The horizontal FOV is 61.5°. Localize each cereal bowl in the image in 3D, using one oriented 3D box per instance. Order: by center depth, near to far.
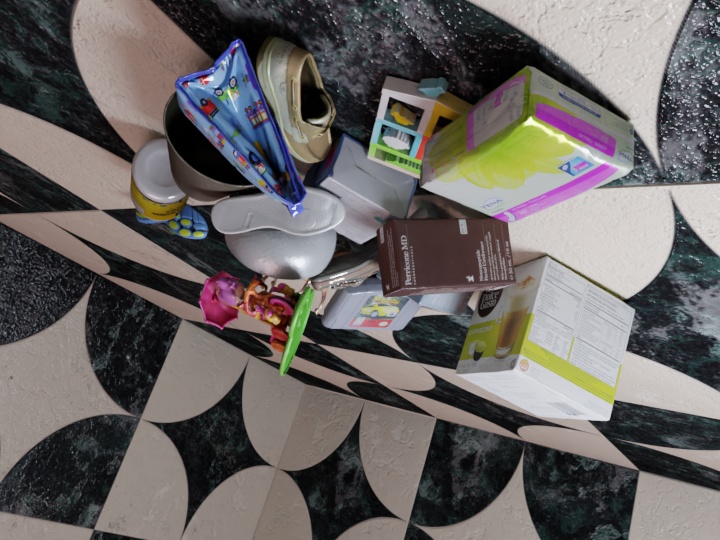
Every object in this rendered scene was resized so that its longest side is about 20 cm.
[{"bbox_3d":[-0.129,-0.082,1.023,0.195,0.202,0.085,20,127,-1],"label":"cereal bowl"}]

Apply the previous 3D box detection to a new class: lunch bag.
[{"bbox_3d":[-0.132,-0.151,0.740,0.203,0.093,0.150,58,171,-14],"label":"lunch bag"}]

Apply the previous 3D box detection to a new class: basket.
[{"bbox_3d":[-0.213,-0.176,0.899,0.175,0.141,0.199,13,171,-23],"label":"basket"}]

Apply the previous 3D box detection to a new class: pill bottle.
[{"bbox_3d":[-0.378,-0.161,1.147,0.110,0.115,0.199,25,162,-16],"label":"pill bottle"}]

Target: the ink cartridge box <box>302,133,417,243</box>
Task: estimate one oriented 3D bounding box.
[{"bbox_3d":[-0.018,-0.115,0.940,0.134,0.078,0.199,27,159,-17],"label":"ink cartridge box"}]

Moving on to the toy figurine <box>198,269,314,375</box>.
[{"bbox_3d":[-0.182,0.061,1.003,0.179,0.153,0.201,21,153,1],"label":"toy figurine"}]

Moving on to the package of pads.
[{"bbox_3d":[0.171,-0.126,0.669,0.151,0.070,0.199,17,160,-23],"label":"package of pads"}]

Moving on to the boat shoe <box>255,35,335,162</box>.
[{"bbox_3d":[-0.068,-0.200,0.759,0.065,0.076,0.201,18,162,22],"label":"boat shoe"}]

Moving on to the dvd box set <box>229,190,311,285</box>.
[{"bbox_3d":[-0.164,-0.067,1.163,0.029,0.148,0.198,-41,127,19],"label":"dvd box set"}]

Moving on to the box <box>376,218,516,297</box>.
[{"bbox_3d":[0.127,-0.021,0.891,0.194,0.104,0.075,-3,171,-21],"label":"box"}]

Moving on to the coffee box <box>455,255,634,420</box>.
[{"bbox_3d":[0.314,0.123,1.049,0.196,0.203,0.199,26,162,-14],"label":"coffee box"}]

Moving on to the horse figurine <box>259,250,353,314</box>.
[{"bbox_3d":[-0.104,-0.006,1.100,0.197,0.134,0.050,29,-166,-31],"label":"horse figurine"}]

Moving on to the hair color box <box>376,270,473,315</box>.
[{"bbox_3d":[0.121,0.022,1.072,0.098,0.062,0.198,33,-172,30],"label":"hair color box"}]

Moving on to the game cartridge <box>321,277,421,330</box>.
[{"bbox_3d":[0.033,0.067,1.187,0.195,0.042,0.134,4,137,-29],"label":"game cartridge"}]

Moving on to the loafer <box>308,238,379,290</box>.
[{"bbox_3d":[0.000,0.000,1.069,0.071,0.197,0.065,20,129,52],"label":"loafer"}]

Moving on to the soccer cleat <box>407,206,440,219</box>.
[{"bbox_3d":[0.139,-0.043,1.000,0.197,0.078,0.070,20,-157,-46],"label":"soccer cleat"}]

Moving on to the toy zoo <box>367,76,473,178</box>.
[{"bbox_3d":[0.080,-0.173,0.758,0.128,0.021,0.201,21,162,0],"label":"toy zoo"}]

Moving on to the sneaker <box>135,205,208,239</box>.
[{"bbox_3d":[-0.432,-0.119,1.417,0.194,0.073,0.082,15,175,22],"label":"sneaker"}]

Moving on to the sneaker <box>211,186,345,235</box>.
[{"bbox_3d":[-0.116,-0.095,0.903,0.193,0.073,0.099,-3,-165,5],"label":"sneaker"}]

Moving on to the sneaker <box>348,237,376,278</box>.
[{"bbox_3d":[0.045,-0.008,1.210,0.101,0.061,0.201,14,157,22],"label":"sneaker"}]
